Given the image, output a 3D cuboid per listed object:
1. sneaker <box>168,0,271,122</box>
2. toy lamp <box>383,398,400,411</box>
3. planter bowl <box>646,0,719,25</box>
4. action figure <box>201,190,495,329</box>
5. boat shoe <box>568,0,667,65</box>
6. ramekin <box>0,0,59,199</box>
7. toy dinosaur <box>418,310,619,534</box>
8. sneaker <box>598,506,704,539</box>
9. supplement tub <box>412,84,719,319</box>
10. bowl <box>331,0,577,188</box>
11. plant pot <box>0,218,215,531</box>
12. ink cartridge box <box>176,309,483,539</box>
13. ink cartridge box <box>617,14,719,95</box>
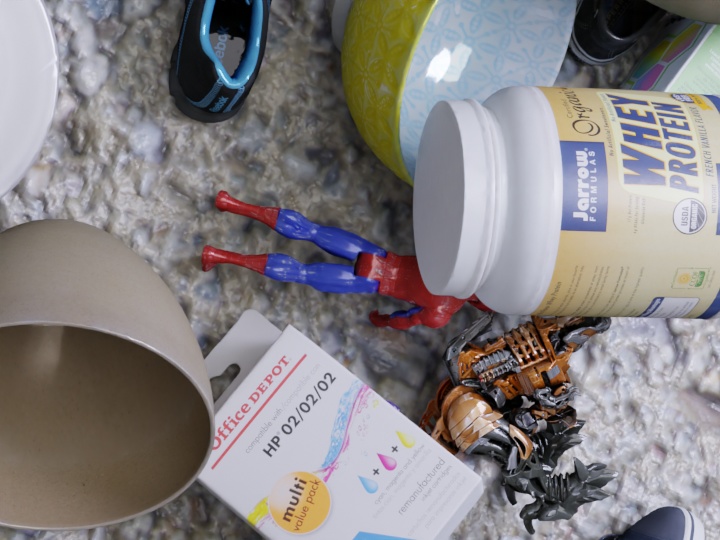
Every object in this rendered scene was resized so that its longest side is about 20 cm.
[{"bbox_3d":[-0.081,-0.200,1.496,0.073,0.082,0.200,4,82,-17],"label":"sneaker"},{"bbox_3d":[-0.023,0.177,1.493,0.058,0.058,0.200,24,76,-16],"label":"toy lamp"},{"bbox_3d":[0.212,-0.259,1.494,0.134,0.200,0.201,5,80,25],"label":"planter bowl"},{"bbox_3d":[0.000,0.000,1.522,0.200,0.099,0.065,14,83,5],"label":"action figure"},{"bbox_3d":[0.217,-0.229,1.617,0.069,0.057,0.200,37,74,-12],"label":"boat shoe"},{"bbox_3d":[-0.291,-0.126,1.392,0.202,0.094,0.203,-3,99,-20],"label":"ramekin"},{"bbox_3d":[0.092,0.098,1.516,0.136,0.200,0.102,41,31,-23],"label":"toy dinosaur"},{"bbox_3d":[0.153,0.229,1.538,0.079,0.078,0.200,42,75,-17],"label":"sneaker"},{"bbox_3d":[0.143,-0.042,1.430,0.200,0.144,0.145,1,84,-14],"label":"supplement tub"},{"bbox_3d":[0.045,-0.161,1.511,0.108,0.200,0.200,28,72,28],"label":"bowl"},{"bbox_3d":[-0.189,0.048,1.395,0.200,0.200,0.135,14,44,-18],"label":"plant pot"},{"bbox_3d":[-0.034,0.118,1.444,0.200,0.068,0.115,38,83,12],"label":"ink cartridge box"},{"bbox_3d":[0.237,-0.137,1.590,0.059,0.104,0.200,41,73,-12],"label":"ink cartridge box"}]
